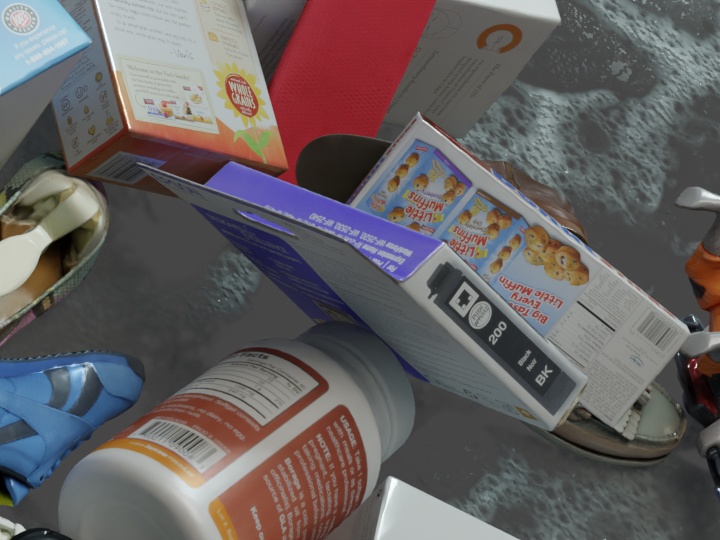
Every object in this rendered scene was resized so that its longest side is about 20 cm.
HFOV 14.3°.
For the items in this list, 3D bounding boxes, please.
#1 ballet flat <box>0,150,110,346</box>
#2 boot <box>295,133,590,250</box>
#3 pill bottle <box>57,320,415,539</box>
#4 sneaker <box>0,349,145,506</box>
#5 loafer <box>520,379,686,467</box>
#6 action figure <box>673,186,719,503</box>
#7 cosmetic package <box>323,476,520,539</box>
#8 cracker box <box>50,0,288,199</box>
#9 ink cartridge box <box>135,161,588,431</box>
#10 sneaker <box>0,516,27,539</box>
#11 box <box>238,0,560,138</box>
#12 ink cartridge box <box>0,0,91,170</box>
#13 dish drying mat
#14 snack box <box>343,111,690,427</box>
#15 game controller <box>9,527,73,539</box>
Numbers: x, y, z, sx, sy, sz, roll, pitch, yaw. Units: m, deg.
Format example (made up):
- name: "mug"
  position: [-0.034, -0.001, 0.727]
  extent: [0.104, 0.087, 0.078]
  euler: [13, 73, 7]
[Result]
- name: "ballet flat"
  position: [-0.183, -0.010, 1.574]
  extent: [0.069, 0.071, 0.200]
  euler: [45, 45, -6]
- name: "boot"
  position: [0.049, -0.046, 1.726]
  extent: [0.186, 0.065, 0.200]
  euler: [23, 12, -5]
- name: "pill bottle"
  position: [-0.060, 0.107, 1.544]
  extent: [0.112, 0.112, 0.200]
  euler: [49, 45, 6]
- name: "sneaker"
  position: [-0.179, 0.084, 1.502]
  extent: [0.200, 0.066, 0.079]
  euler: [-3, 79, -59]
- name: "loafer"
  position: [0.118, 0.057, 1.736]
  extent: [0.199, 0.063, 0.072]
  euler: [26, 48, -16]
- name: "action figure"
  position: [0.244, 0.071, 1.748]
  extent: [0.194, 0.104, 0.201]
  euler: [57, 17, -49]
- name: "cosmetic package"
  position: [0.059, 0.204, 1.528]
  extent: [0.199, 0.151, 0.052]
  euler: [27, 49, -15]
- name: "cracker box"
  position: [-0.126, -0.143, 1.657]
  extent: [0.134, 0.058, 0.201]
  euler: [12, 55, -48]
- name: "ink cartridge box"
  position: [0.000, 0.000, 1.570]
  extent: [0.200, 0.198, 0.044]
  euler: [42, 77, -39]
- name: "sneaker"
  position: [-0.163, 0.162, 1.457]
  extent: [0.199, 0.081, 0.077]
  euler: [33, 48, -7]
- name: "box"
  position: [0.002, -0.171, 1.779]
  extent: [0.199, 0.124, 0.098]
  euler: [10, 51, -29]
- name: "ink cartridge box"
  position: [-0.281, -0.131, 1.543]
  extent: [0.200, 0.146, 0.147]
  euler: [49, 46, 6]
- name: "dish drying mat"
  position: [-0.017, -0.109, 1.696]
  extent: [0.077, 0.201, 0.018]
  euler: [20, 11, -29]
- name: "snack box"
  position: [0.088, 0.001, 1.621]
  extent: [0.200, 0.072, 0.024]
  euler: [38, 9, -10]
- name: "game controller"
  position: [-0.172, 0.227, 1.384]
  extent: [0.104, 0.042, 0.201]
  euler: [38, 73, -19]
